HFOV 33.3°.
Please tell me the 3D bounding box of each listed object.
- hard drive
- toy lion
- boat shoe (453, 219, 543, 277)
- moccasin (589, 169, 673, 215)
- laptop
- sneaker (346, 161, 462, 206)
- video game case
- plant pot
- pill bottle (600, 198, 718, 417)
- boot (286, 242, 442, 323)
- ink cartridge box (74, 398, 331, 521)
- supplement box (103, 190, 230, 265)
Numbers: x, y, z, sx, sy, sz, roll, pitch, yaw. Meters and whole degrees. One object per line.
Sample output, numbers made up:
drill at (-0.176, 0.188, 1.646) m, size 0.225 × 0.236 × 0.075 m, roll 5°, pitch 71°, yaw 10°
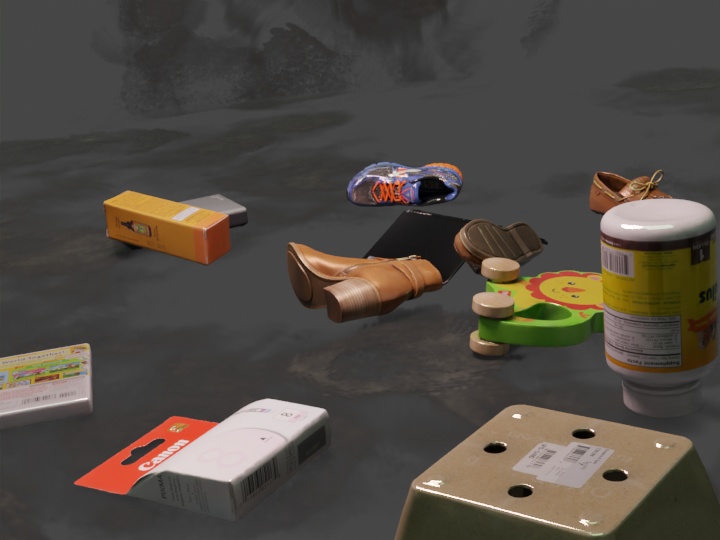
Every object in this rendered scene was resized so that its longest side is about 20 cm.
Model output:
hard drive at (-0.305, -0.083, 2.018) m, size 0.200 × 0.033 × 0.140 m, roll -14°, pitch 19°, yaw -24°
toy lion at (0.233, 0.043, 1.429) m, size 0.191 × 0.069 × 0.200 m, roll 5°, pitch 20°, yaw 9°
boat shoe at (0.171, -0.020, 1.578) m, size 0.068 × 0.072 × 0.200 m, roll -38°, pitch -21°, yaw 27°
moccasin at (0.417, -0.110, 1.798) m, size 0.074 × 0.078 × 0.201 m, roll -12°, pitch 19°, yaw -18°
laptop at (0.134, -0.025, 1.739) m, size 0.200 × 0.103 × 0.177 m, roll 13°, pitch 1°, yaw -44°
sneaker at (0.075, -0.140, 2.013) m, size 0.200 × 0.075 × 0.078 m, roll -8°, pitch 21°, yaw -1°
video game case at (-0.408, 0.139, 1.381) m, size 0.200 × 0.023 × 0.182 m, roll -10°, pitch 18°, yaw -10°
plant pot at (0.127, 0.200, 0.773) m, size 0.200 × 0.177 × 0.200 m, roll 7°, pitch 22°, yaw 37°
pill bottle at (0.294, 0.037, 1.181) m, size 0.109 × 0.200 × 0.109 m, roll -5°, pitch 18°, yaw 2°
boot at (0.000, 0.000, 1.587) m, size 0.155 × 0.077 × 0.200 m, roll -16°, pitch 23°, yaw -25°
ink cartridge box at (-0.154, 0.170, 1.165) m, size 0.200 × 0.057 × 0.163 m, roll 10°, pitch 24°, yaw 29°
supplement box at (-0.299, -0.068, 1.860) m, size 0.200 × 0.067 × 0.069 m, roll 14°, pitch 31°, yaw 25°
